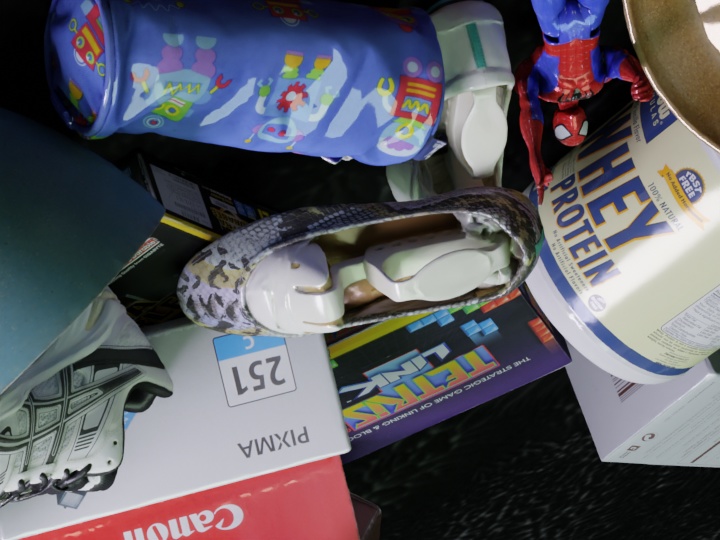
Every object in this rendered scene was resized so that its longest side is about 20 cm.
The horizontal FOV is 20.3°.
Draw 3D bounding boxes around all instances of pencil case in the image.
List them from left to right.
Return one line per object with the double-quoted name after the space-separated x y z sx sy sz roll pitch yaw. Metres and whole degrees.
-0.054 -0.094 0.973 0.200 0.078 0.087 3 122 -32 "pencil case"

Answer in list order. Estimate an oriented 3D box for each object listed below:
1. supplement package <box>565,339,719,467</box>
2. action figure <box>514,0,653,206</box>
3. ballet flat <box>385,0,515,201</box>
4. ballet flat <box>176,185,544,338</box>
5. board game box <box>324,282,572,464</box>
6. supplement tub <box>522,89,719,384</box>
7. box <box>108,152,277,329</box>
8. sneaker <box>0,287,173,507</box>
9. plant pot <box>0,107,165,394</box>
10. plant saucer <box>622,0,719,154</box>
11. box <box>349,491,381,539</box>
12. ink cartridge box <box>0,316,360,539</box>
0.251 0.057 1.368 0.200 0.117 0.117 6 142 -38 "supplement package"
0.109 -0.113 0.997 0.065 0.099 0.200 -10 145 -2 "action figure"
0.053 -0.067 1.098 0.069 0.069 0.200 -14 151 -9 "ballet flat"
0.000 0.000 1.060 0.200 0.072 0.072 -12 151 1 "ballet flat"
0.017 0.049 1.281 0.200 0.057 0.165 -25 149 11 "board game box"
0.201 -0.042 1.143 0.145 0.145 0.200 13 138 -43 "supplement tub"
-0.138 0.024 1.156 0.200 0.049 0.160 -34 149 24 "box"
-0.163 0.087 1.010 0.076 0.088 0.200 -30 -165 47 "sneaker"
-0.210 -0.007 0.947 0.200 0.200 0.135 -38 102 30 "plant pot"
0.228 -0.140 0.993 0.200 0.200 0.035 -45 177 37 "plant saucer"
-0.102 0.233 1.318 0.164 0.200 0.166 24 150 11 "box"
-0.104 0.118 1.121 0.200 0.176 0.045 -14 -174 -9 "ink cartridge box"
